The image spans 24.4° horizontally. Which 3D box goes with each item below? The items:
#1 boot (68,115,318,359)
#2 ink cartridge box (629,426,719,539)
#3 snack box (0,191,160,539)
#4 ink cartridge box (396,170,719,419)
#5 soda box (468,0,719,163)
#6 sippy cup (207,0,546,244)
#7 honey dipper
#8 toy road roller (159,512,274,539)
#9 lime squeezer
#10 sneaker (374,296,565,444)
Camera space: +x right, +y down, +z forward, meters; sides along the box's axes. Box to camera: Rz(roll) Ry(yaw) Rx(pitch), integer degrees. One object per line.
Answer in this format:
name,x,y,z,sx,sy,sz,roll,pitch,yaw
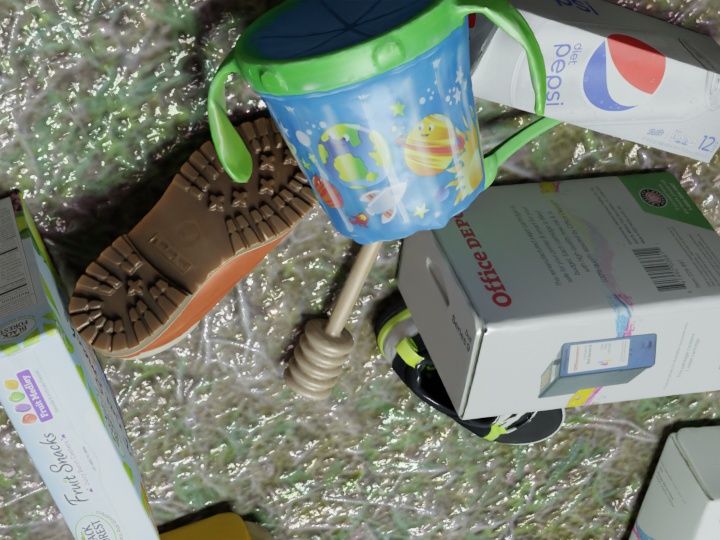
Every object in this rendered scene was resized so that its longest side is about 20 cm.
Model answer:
boot,-0.096,-0.018,1.054,0.200,0.075,0.107,-40,170,-9
ink cartridge box,0.307,0.229,1.380,0.145,0.088,0.200,-1,126,-19
snack box,-0.189,0.072,1.035,0.053,0.142,0.200,-21,132,-4
ink cartridge box,0.140,0.012,1.112,0.199,0.145,0.088,-4,130,-19
soda box,0.149,-0.131,1.053,0.199,0.068,0.064,13,121,-28
sippy cup,0.011,-0.092,0.965,0.140,0.178,0.131,-37,120,-31
honey dipper,0.000,0.000,1.122,0.038,0.038,0.200,10,121,-27
toy road roller,-0.137,0.286,1.224,0.199,0.146,0.123,-21,132,-4
lime squeezer,0.052,-0.087,1.056,0.199,0.038,0.071,7,99,-25
sneaker,0.082,0.092,1.195,0.072,0.083,0.200,-44,129,16
